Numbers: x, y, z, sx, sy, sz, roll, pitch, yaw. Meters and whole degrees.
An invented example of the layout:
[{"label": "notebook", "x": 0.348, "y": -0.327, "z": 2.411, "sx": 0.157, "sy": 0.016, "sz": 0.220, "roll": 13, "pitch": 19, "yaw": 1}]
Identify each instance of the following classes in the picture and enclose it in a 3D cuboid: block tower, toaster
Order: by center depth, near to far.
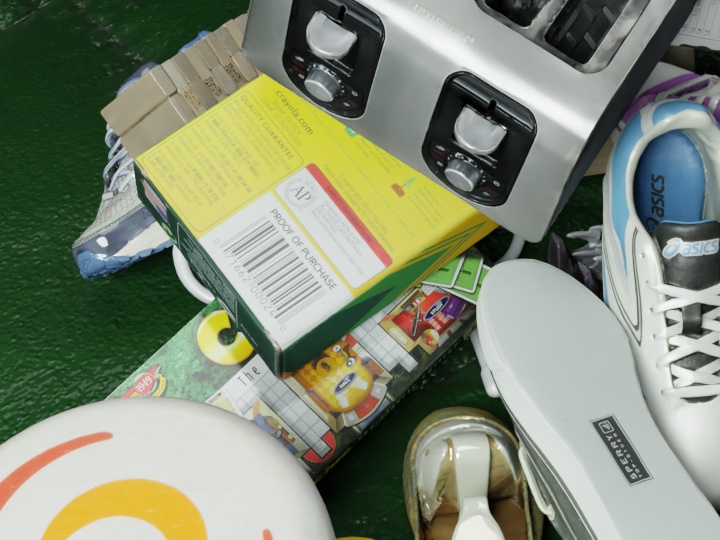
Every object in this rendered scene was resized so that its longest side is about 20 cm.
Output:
[{"label": "toaster", "x": 0.068, "y": -0.144, "z": 0.962, "sx": 0.180, "sy": 0.119, "sz": 0.200, "roll": 33, "pitch": 71, "yaw": 6}, {"label": "block tower", "x": -0.063, "y": -0.121, "z": 1.165, "sx": 0.058, "sy": 0.054, "sz": 0.200, "roll": -30, "pitch": 7, "yaw": 44}]

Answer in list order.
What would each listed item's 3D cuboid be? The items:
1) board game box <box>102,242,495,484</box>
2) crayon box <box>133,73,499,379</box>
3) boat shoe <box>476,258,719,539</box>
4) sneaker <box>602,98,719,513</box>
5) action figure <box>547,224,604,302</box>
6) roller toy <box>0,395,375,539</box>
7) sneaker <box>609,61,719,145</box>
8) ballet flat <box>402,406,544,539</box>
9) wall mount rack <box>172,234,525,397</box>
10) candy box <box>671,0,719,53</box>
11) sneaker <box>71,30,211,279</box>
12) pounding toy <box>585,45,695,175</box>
[{"label": "board game box", "x": -0.026, "y": 0.040, "z": 1.017, "sx": 0.105, "sy": 0.023, "sz": 0.200, "roll": 42, "pitch": 72, "yaw": 15}, {"label": "crayon box", "x": 0.002, "y": -0.054, "z": 1.017, "sx": 0.199, "sy": 0.051, "sz": 0.127, "roll": -34, "pitch": 73, "yaw": -15}, {"label": "boat shoe", "x": 0.102, "y": 0.085, "z": 0.932, "sx": 0.070, "sy": 0.064, "sz": 0.201, "roll": -8, "pitch": 53, "yaw": -24}, {"label": "sneaker", "x": 0.152, "y": 0.017, "z": 0.958, "sx": 0.071, "sy": 0.072, "sz": 0.201, "roll": -5, "pitch": 83, "yaw": -1}, {"label": "action figure", "x": 0.203, "y": -0.008, "z": 1.052, "sx": 0.199, "sy": 0.070, "sz": 0.130, "roll": -12, "pitch": 34, "yaw": -6}, {"label": "roller toy", "x": -0.091, "y": 0.159, "z": 0.862, "sx": 0.182, "sy": 0.140, "sz": 0.200, "roll": 29, "pitch": 61, "yaw": 28}, {"label": "sneaker", "x": 0.199, "y": -0.081, "z": 1.004, "sx": 0.072, "sy": 0.115, "sz": 0.200, "roll": -27, "pitch": 45, "yaw": -25}, {"label": "ballet flat", "x": 0.053, "y": 0.117, "z": 0.936, "sx": 0.070, "sy": 0.071, "sz": 0.201, "roll": -7, "pitch": 39, "yaw": 5}, {"label": "wall mount rack", "x": 0.000, "y": 0.000, "z": 1.081, "sx": 0.199, "sy": 0.075, "sz": 0.175, "roll": -7, "pitch": 72, "yaw": -5}, {"label": "candy box", "x": 0.167, "y": -0.204, "z": 1.119, "sx": 0.199, "sy": 0.072, "sz": 0.168, "roll": 10, "pitch": 44, "yaw": 3}, {"label": "sneaker", "x": -0.122, "y": -0.071, "z": 1.174, "sx": 0.077, "sy": 0.085, "sz": 0.200, "roll": -23, "pitch": 21, "yaw": 39}, {"label": "pounding toy", "x": 0.088, "y": -0.145, "z": 1.182, "sx": 0.199, "sy": 0.143, "sz": 0.185, "roll": -8, "pitch": 39, "yaw": 3}]
